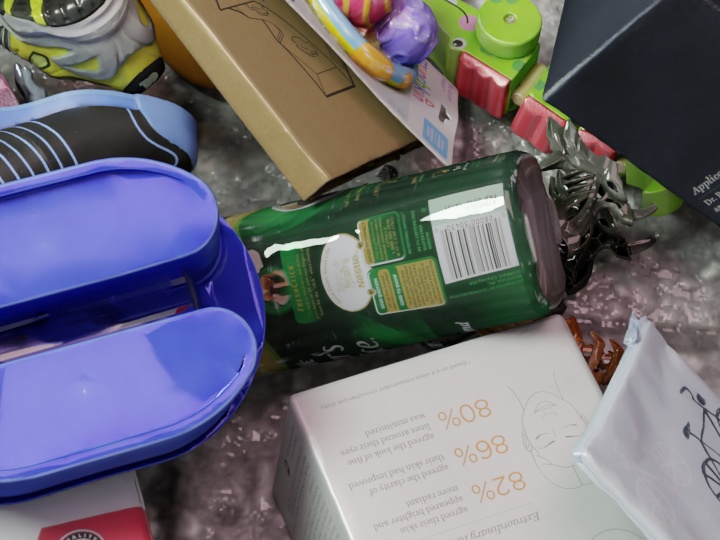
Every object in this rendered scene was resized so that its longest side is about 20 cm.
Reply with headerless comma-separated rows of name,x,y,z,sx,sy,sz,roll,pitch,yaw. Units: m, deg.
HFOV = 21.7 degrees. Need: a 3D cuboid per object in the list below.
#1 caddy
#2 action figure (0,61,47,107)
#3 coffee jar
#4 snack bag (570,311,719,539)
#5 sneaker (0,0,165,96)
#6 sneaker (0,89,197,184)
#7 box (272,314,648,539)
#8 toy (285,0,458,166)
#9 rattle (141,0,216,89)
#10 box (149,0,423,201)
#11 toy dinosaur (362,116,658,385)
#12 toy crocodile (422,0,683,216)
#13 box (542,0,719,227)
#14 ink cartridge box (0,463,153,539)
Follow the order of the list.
caddy,-0.139,0.028,0.867,0.199,0.105,0.142,-15,85,-13
action figure,-0.272,-0.050,1.011,0.200,0.134,0.149,-36,97,-26
coffee jar,0.000,0.000,0.963,0.199,0.104,0.086,-12,94,16
snack bag,0.180,0.126,0.909,0.200,0.021,0.189,47,26,-2
sneaker,-0.173,-0.137,1.002,0.075,0.077,0.200,-42,35,-10
sneaker,-0.174,-0.041,0.938,0.199,0.070,0.078,-3,62,-20
box,0.063,0.147,0.919,0.152,0.106,0.201,-15,62,-17
toy,-0.005,-0.157,1.016,0.200,0.047,0.115,41,24,-15
rattle,-0.097,-0.225,1.138,0.142,0.130,0.200,29,36,-1
box,-0.051,-0.134,0.999,0.200,0.021,0.163,53,26,3
toy dinosaur,0.090,0.003,1.035,0.200,0.102,0.136,41,77,-4
toy crocodile,0.108,-0.100,1.093,0.200,0.068,0.062,34,62,12
box,0.223,-0.134,1.045,0.200,0.117,0.197,34,46,-18
ink cartridge box,-0.189,0.099,0.926,0.147,0.086,0.201,-11,60,-14
